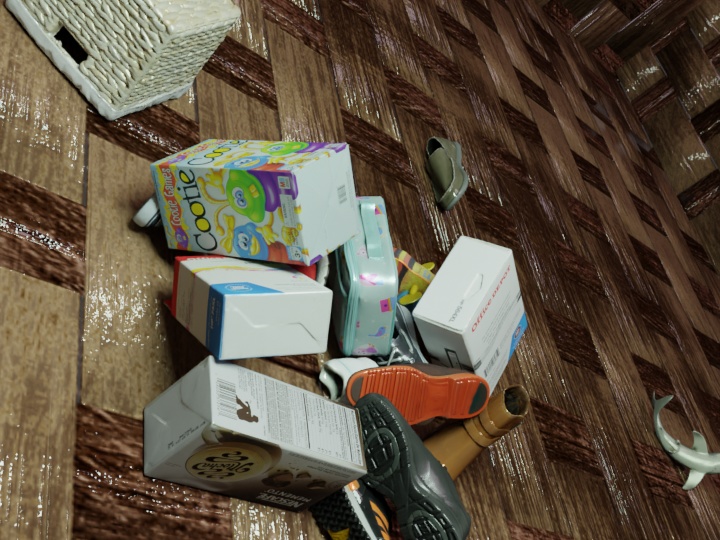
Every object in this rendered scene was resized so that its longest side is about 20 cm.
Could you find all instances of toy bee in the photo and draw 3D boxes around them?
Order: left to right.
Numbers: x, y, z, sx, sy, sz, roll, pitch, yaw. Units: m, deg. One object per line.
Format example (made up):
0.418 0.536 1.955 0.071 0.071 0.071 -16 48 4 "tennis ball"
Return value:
0.104 0.028 1.328 0.200 0.109 0.131 36 30 -27 "toy bee"

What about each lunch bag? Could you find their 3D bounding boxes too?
0.000 0.000 1.155 0.077 0.161 0.200 -3 42 -7 "lunch bag"

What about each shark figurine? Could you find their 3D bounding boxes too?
0.653 0.358 1.793 0.214 0.128 0.089 42 1 17 "shark figurine"

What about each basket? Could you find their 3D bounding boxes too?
-0.290 -0.330 1.115 0.198 0.161 0.200 49 29 -4 "basket"

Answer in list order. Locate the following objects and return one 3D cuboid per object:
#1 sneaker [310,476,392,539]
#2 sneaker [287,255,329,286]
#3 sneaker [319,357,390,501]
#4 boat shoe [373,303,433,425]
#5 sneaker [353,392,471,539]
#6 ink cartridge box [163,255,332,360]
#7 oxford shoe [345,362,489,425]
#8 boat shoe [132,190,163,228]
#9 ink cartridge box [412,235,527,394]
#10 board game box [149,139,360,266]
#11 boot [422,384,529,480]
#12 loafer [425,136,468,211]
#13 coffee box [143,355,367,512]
0.015 0.293 0.965 0.090 0.070 0.200 -1 57 -51 "sneaker"
-0.088 -0.010 1.037 0.085 0.077 0.200 10 42 -18 "sneaker"
0.002 0.192 1.066 0.080 0.070 0.201 12 41 -41 "sneaker"
0.050 0.118 1.195 0.068 0.072 0.200 26 37 -40 "boat shoe"
0.056 0.227 0.981 0.200 0.076 0.091 62 25 8 "sneaker"
-0.125 0.029 0.919 0.116 0.067 0.200 -1 15 -29 "ink cartridge box"
0.061 0.147 1.079 0.199 0.071 0.072 10 7 -31 "oxford shoe"
-0.195 -0.084 1.072 0.091 0.071 0.200 46 30 -8 "boat shoe"
0.160 0.070 1.241 0.146 0.084 0.200 -56 147 -23 "ink cartridge box"
-0.116 -0.079 0.959 0.103 0.200 0.105 -36 124 -48 "board game box"
0.136 0.225 1.118 0.077 0.155 0.200 55 30 4 "boot"
0.154 -0.188 1.673 0.070 0.075 0.200 25 34 -20 "loafer"
-0.104 0.172 0.889 0.200 0.113 0.080 27 39 -38 "coffee box"
